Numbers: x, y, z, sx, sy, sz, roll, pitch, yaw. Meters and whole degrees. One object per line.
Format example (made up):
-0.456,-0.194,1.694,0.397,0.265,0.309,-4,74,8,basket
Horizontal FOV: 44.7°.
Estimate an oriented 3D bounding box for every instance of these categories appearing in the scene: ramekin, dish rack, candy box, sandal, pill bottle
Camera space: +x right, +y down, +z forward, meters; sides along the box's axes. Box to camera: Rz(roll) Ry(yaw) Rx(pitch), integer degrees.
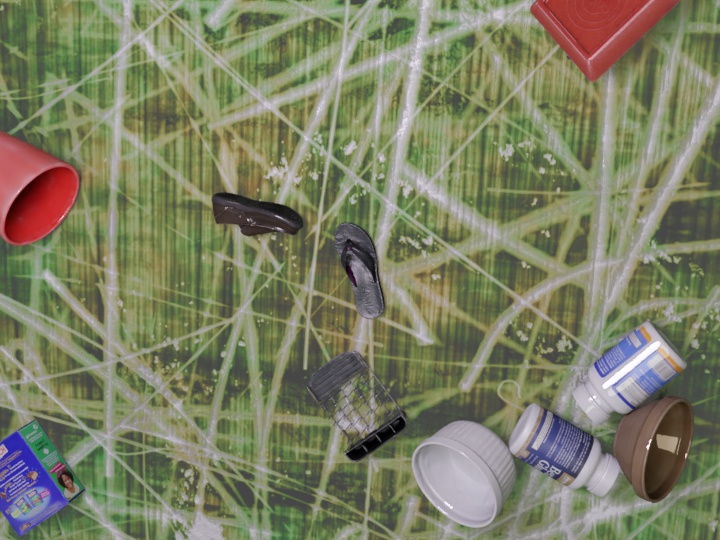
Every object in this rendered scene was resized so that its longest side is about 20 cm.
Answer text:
0.210,0.389,1.714,0.200,0.105,0.201,26,134,31,ramekin
-0.012,0.273,1.800,0.153,0.055,0.200,-37,91,15,dish rack
-0.754,0.468,1.980,0.169,0.077,0.200,-34,94,17,candy box
0.001,0.000,1.747,0.075,0.048,0.202,-17,97,14,sandal
0.396,0.353,1.701,0.199,0.111,0.111,29,105,5,pill bottle
0.501,0.198,1.649,0.200,0.112,0.112,-43,90,17,pill bottle

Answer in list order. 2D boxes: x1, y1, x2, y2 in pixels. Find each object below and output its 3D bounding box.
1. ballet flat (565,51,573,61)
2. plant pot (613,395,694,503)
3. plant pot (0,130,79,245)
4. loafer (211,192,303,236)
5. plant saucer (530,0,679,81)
0.446,-0.453,1.563,0.070,0.071,0.201,32,107,4,ballet flat
0.540,0.325,1.648,0.092,0.200,0.202,16,106,41,plant pot
-0.713,-0.181,1.796,0.177,0.200,0.201,36,106,13,plant pot
-0.208,-0.102,1.765,0.199,0.073,0.072,17,110,16,loafer
0.414,-0.468,1.522,0.200,0.037,0.200,-44,64,25,plant saucer
